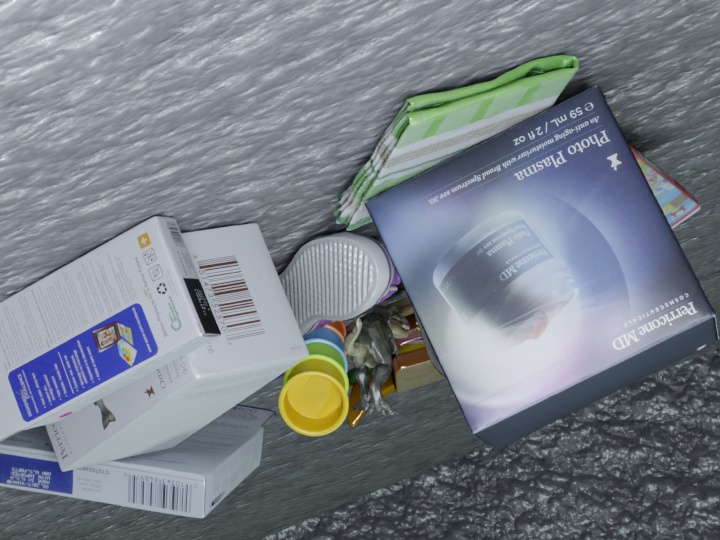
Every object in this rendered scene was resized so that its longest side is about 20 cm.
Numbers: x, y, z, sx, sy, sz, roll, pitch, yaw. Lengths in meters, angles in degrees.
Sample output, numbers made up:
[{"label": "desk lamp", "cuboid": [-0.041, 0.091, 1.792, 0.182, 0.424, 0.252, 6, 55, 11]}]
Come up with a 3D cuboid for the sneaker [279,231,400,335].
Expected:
[{"label": "sneaker", "cuboid": [0.000, -0.001, 1.626, 0.114, 0.073, 0.200, -19, 178, -29]}]

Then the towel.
[{"label": "towel", "cuboid": [0.067, -0.099, 1.429, 0.149, 0.031, 0.200, -20, 165, -22]}]

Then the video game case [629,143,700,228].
[{"label": "video game case", "cuboid": [0.204, -0.051, 1.696, 0.143, 0.017, 0.200, -37, 147, 18]}]

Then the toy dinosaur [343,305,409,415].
[{"label": "toy dinosaur", "cuboid": [0.009, 0.077, 1.619, 0.047, 0.089, 0.200, -4, -178, 9]}]

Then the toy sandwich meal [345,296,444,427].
[{"label": "toy sandwich meal", "cuboid": [0.040, 0.087, 1.850, 0.205, 0.070, 0.205, -25, 163, -8]}]

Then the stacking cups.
[{"label": "stacking cups", "cuboid": [-0.034, 0.081, 1.693, 0.060, 0.061, 0.200, -25, -165, 11]}]

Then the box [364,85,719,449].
[{"label": "box", "cuboid": [0.140, 0.001, 1.443, 0.199, 0.199, 0.123, -27, 166, 6]}]

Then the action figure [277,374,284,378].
[{"label": "action figure", "cuboid": [-0.098, 0.072, 1.787, 0.065, 0.052, 0.200, -31, 166, 19]}]

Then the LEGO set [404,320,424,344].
[{"label": "LEGO set", "cuboid": [0.139, 0.038, 1.626, 0.199, 0.116, 0.154, -4, 172, 6]}]

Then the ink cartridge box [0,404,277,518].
[{"label": "ink cartridge box", "cuboid": [-0.192, 0.151, 1.633, 0.199, 0.041, 0.200, 7, -166, 14]}]

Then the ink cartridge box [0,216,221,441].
[{"label": "ink cartridge box", "cuboid": [-0.203, 0.046, 1.387, 0.200, 0.095, 0.037, -27, 167, 19]}]

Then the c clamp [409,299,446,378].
[{"label": "c clamp", "cuboid": [0.116, -0.004, 1.548, 0.170, 0.201, 0.027, -16, 146, 8]}]

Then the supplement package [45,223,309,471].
[{"label": "supplement package", "cuboid": [-0.157, 0.061, 1.482, 0.117, 0.117, 0.200, -11, 162, -44]}]
